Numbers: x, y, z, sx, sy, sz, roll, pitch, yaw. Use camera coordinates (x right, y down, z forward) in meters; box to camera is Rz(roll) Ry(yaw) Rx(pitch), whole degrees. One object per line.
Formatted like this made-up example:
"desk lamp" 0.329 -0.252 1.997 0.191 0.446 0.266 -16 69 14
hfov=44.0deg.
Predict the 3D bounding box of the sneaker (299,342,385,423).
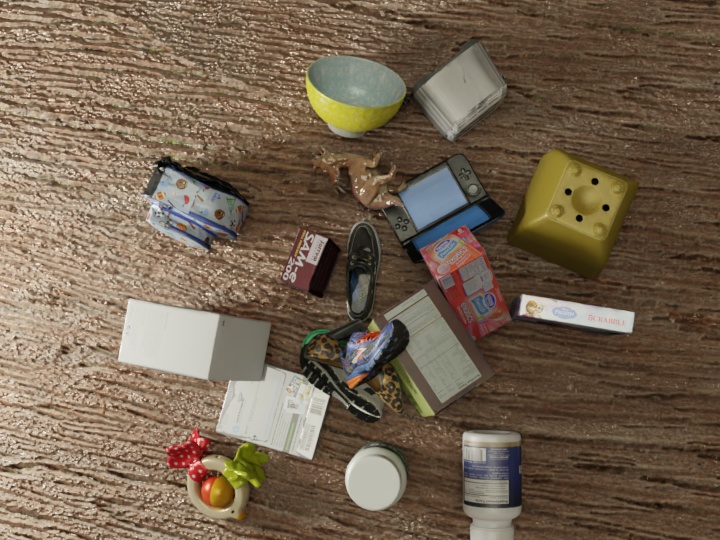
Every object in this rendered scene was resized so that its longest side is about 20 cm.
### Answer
"sneaker" -0.031 0.206 1.715 0.200 0.080 0.074 41 132 -4

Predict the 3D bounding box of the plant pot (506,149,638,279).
"plant pot" 0.405 -0.114 1.664 0.194 0.200 0.196 24 88 6

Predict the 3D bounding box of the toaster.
"toaster" 0.192 -0.345 1.746 0.200 0.114 0.129 -38 85 -2

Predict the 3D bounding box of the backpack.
"backpack" -0.317 -0.123 1.733 0.190 0.200 0.155 17 91 -1

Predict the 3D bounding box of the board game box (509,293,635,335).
"board game box" 0.384 0.084 1.647 0.199 0.200 0.041 9 86 6

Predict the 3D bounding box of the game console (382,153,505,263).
"game console" 0.153 -0.123 1.723 0.199 0.118 0.171 -29 81 1

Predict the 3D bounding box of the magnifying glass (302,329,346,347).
"magnifying glass" -0.020 0.177 1.761 0.199 0.022 0.080 20 87 8

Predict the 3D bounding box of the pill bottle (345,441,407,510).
"pill bottle" 0.031 0.380 1.645 0.112 0.200 0.114 0 85 4

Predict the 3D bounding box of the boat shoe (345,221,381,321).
"boat shoe" 0.000 0.000 1.751 0.070 0.066 0.201 7 85 5

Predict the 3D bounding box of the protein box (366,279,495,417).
"protein box" 0.124 0.151 1.654 0.135 0.199 0.200 -32 83 -8

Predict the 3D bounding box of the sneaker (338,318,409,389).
"sneaker" 0.014 0.135 1.541 0.075 0.200 0.079 -23 73 -40

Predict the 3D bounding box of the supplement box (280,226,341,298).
"supplement box" -0.092 -0.011 1.691 0.061 0.200 0.109 21 86 6

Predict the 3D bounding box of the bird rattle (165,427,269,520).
"bird rattle" -0.283 0.404 1.722 0.199 0.113 0.164 5 101 8

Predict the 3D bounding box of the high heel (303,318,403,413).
"high heel" -0.013 0.197 1.643 0.142 0.071 0.200 -22 75 -35

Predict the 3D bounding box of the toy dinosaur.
"toy dinosaur" 0.006 -0.172 1.749 0.135 0.086 0.200 -38 73 1

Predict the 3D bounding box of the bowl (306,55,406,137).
"bowl" -0.017 -0.327 1.751 0.199 0.200 0.108 19 129 6

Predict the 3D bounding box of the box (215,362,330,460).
"box" -0.167 0.269 1.751 0.199 0.041 0.157 15 85 4

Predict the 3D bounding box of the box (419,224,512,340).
"box" 0.199 0.028 1.662 0.102 0.200 0.095 -29 43 1

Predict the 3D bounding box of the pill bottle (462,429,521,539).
"pill bottle" 0.247 0.404 1.672 0.110 0.111 0.201 0 85 4

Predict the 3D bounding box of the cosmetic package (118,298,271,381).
"cosmetic package" -0.306 0.134 1.671 0.199 0.199 0.124 6 85 23
